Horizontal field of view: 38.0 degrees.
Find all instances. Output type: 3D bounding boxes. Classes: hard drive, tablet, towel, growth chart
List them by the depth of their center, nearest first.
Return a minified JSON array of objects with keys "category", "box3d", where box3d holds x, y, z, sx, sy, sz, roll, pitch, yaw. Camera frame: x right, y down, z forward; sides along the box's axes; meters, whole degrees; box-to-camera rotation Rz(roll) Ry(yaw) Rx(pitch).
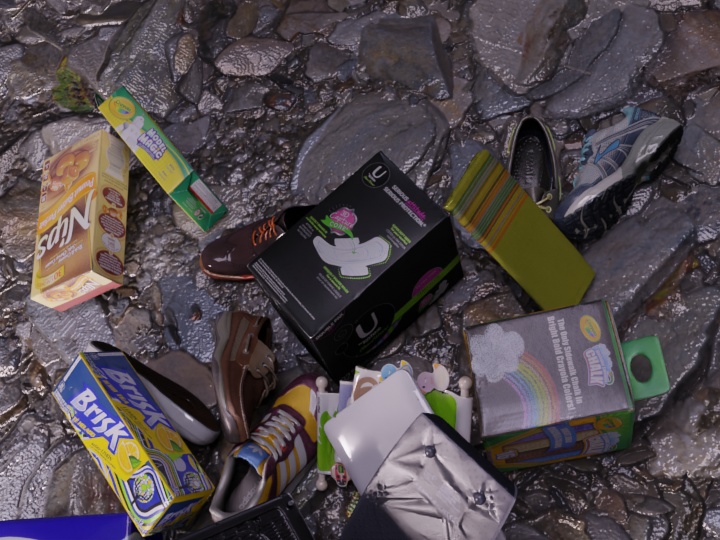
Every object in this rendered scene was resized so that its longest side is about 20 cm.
[{"category":"hard drive","box3d":[0.064,0.250,1.031,0.134,0.042,0.202,40,116,21]},{"category":"tablet","box3d":[0.051,0.217,1.068,0.130,0.014,0.202,-38,76,30]},{"category":"growth chart","box3d":[0.031,0.167,1.091,0.197,0.018,0.148,-1,97,32]},{"category":"towel","box3d":[0.176,-0.033,1.146,0.200,0.018,0.087,45,65,-16]}]

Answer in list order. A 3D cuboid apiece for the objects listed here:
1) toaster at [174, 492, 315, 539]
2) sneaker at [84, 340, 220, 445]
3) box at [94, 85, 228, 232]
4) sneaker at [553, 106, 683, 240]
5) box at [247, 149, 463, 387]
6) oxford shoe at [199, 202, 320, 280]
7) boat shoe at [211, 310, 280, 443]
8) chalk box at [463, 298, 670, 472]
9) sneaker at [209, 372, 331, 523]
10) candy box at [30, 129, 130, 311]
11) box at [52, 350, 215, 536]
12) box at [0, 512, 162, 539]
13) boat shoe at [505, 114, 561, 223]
[{"category":"toaster","box3d":[-0.117,0.347,1.021,0.197,0.120,0.182,-17,57,-30]},{"category":"sneaker","box3d":[-0.249,0.163,1.205,0.198,0.073,0.086,28,93,24]},{"category":"box","box3d":[-0.254,-0.148,1.317,0.048,0.118,0.200,-42,63,-4]},{"category":"sneaker","box3d":[0.283,-0.115,1.213,0.199,0.078,0.086,-40,57,-20]},{"category":"box","box3d":[0.000,0.000,1.171,0.199,0.149,0.124,-40,62,-8]},{"category":"oxford shoe","box3d":[-0.107,-0.044,1.259,0.196,0.073,0.072,-17,63,4]},{"category":"boat shoe","box3d":[-0.126,0.109,1.160,0.070,0.077,0.202,-7,37,-2]},{"category":"chalk box","box3d":[0.216,0.118,1.083,0.196,0.124,0.127,-10,62,6]},{"category":"sneaker","box3d":[-0.093,0.195,1.132,0.074,0.090,0.202,20,71,21]},{"category":"candy box","box3d":[-0.350,-0.063,1.313,0.114,0.055,0.204,-21,58,30]},{"category":"box","box3d":[-0.244,0.180,1.114,0.065,0.070,0.200,-50,65,20]},{"category":"box","box3d":[-0.312,0.368,1.090,0.180,0.105,0.204,-6,63,9]},{"category":"boat shoe","box3d":[0.199,-0.084,1.217,0.070,0.061,0.206,-2,65,9]}]
